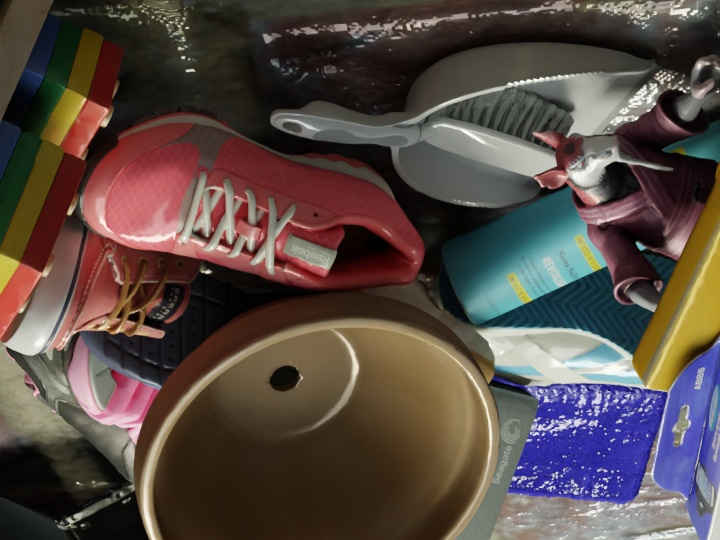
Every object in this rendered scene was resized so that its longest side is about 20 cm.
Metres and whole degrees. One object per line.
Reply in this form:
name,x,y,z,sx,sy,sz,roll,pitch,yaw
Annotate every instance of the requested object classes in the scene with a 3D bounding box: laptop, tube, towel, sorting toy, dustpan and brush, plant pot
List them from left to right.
sorting toy,-0.183,-0.040,1.262,0.069,0.200,0.200,26,142,-11
laptop,-0.176,0.165,1.777,0.199,0.104,0.178,-28,147,-4
plant pot,-0.031,0.082,1.379,0.199,0.093,0.202,-10,128,-13
dustpan and brush,0.045,-0.077,1.345,0.198,0.058,0.140,13,146,-20
towel,0.096,0.104,1.644,0.198,0.050,0.148,1,149,-2
tube,0.144,-0.032,1.426,0.199,0.051,0.077,-25,149,11

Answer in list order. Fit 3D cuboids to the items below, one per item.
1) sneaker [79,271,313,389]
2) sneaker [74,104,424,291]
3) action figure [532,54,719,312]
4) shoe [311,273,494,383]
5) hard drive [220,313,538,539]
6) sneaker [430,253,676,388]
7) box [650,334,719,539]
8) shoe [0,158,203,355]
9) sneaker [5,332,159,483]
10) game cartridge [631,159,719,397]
sneaker,-0.077,0.041,1.504,0.198,0.075,0.082,8,173,-24
sneaker,-0.049,-0.031,1.304,0.199,0.087,0.074,7,111,-34
action figure,0.178,-0.040,1.356,0.199,0.135,0.149,21,-179,-15
shoe,0.000,0.000,1.428,0.199,0.054,0.070,33,169,-16
hard drive,-0.005,0.115,1.488,0.199,0.033,0.141,15,100,-28
sneaker,0.134,0.034,1.520,0.198,0.077,0.081,13,153,-8
box,0.250,0.082,1.293,0.198,0.042,0.120,-6,128,-14
shoe,-0.132,0.003,1.349,0.091,0.200,0.072,28,108,-11
sneaker,-0.162,0.079,1.601,0.095,0.079,0.200,12,153,24
game cartridge,0.248,-0.017,1.262,0.175,0.033,0.201,8,123,-21
